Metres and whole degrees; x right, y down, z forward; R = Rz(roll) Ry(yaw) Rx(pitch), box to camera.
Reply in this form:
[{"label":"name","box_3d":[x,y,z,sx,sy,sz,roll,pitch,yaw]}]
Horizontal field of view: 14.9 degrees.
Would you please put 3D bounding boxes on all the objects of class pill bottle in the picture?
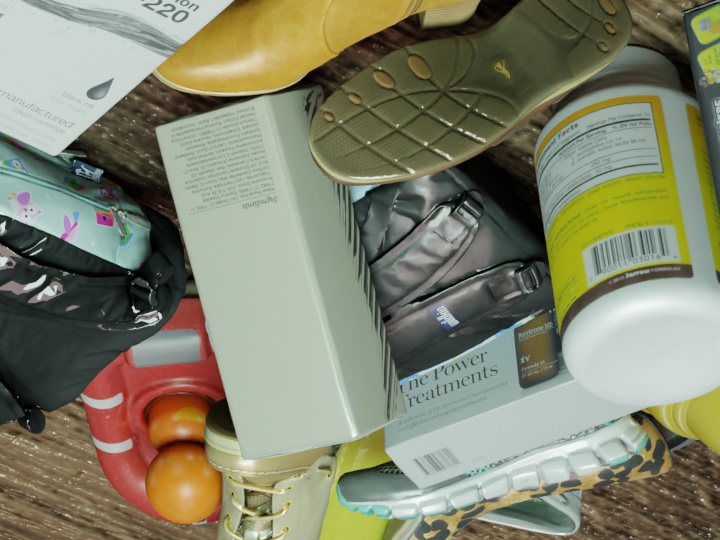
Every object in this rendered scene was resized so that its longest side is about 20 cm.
[{"label":"pill bottle","box_3d":[0.159,-0.030,1.575,0.109,0.200,0.109,-3,143,-2]}]

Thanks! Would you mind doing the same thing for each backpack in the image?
[{"label":"backpack","box_3d":[0.000,0.000,1.657,0.200,0.154,0.163,-41,124,13]},{"label":"backpack","box_3d":[-0.223,-0.011,1.620,0.200,0.127,0.167,28,120,-34]}]

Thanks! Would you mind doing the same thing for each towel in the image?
[{"label":"towel","box_3d":[-0.007,0.113,1.835,0.086,0.018,0.200,8,119,-17]}]

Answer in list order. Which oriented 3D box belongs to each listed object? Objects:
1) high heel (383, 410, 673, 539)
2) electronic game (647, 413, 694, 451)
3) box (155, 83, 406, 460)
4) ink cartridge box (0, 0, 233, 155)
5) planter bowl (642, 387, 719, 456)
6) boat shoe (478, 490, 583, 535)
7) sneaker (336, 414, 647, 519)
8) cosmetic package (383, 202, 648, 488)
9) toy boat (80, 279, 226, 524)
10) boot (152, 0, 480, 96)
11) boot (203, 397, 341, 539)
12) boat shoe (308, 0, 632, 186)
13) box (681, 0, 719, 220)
[{"label":"high heel","box_3d":[0.108,0.157,1.831,0.142,0.071,0.200,26,118,-15]},{"label":"electronic game","box_3d":[0.157,0.063,1.827,0.200,0.042,0.200,1,137,1]},{"label":"box","box_3d":[-0.044,0.000,1.560,0.082,0.200,0.068,-12,-176,29]},{"label":"ink cartridge box","box_3d":[-0.160,-0.166,1.458,0.146,0.085,0.200,25,132,-34]},{"label":"planter bowl","box_3d":[0.272,0.073,1.730,0.200,0.084,0.200,-16,151,-9]},{"label":"boat shoe","box_3d":[0.068,0.136,1.893,0.200,0.067,0.074,10,140,-18]},{"label":"sneaker","box_3d":[0.077,0.100,1.747,0.200,0.091,0.078,-16,178,-2]},{"label":"cosmetic package","box_3d":[0.109,0.032,1.690,0.200,0.151,0.052,-22,133,20]},{"label":"toy boat","box_3d":[-0.115,0.106,1.779,0.130,0.131,0.200,-6,143,1]},{"label":"boot","box_3d":[-0.018,-0.162,1.467,0.201,0.071,0.144,-13,160,-9]},{"label":"boot","box_3d":[-0.064,0.157,1.708,0.073,0.156,0.200,16,-176,10]},{"label":"boat shoe","box_3d":[0.060,-0.096,1.539,0.200,0.072,0.068,-28,168,-17]},{"label":"box","box_3d":[0.229,-0.046,1.561,0.035,0.200,0.110,-19,141,18]}]
